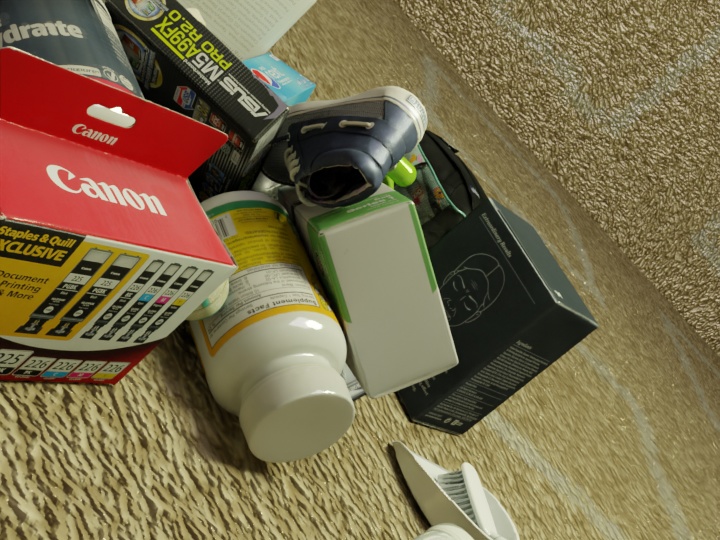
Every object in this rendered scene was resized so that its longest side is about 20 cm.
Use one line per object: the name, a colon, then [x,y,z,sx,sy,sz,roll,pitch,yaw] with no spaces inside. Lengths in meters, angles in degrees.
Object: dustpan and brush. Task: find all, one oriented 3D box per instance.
dustpan and brush: [0.112,0.237,0.941,0.139,0.057,0.201,34,24,-38]

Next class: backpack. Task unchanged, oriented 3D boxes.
backpack: [0.087,-0.083,1.350,0.175,0.152,0.202,29,37,-49]

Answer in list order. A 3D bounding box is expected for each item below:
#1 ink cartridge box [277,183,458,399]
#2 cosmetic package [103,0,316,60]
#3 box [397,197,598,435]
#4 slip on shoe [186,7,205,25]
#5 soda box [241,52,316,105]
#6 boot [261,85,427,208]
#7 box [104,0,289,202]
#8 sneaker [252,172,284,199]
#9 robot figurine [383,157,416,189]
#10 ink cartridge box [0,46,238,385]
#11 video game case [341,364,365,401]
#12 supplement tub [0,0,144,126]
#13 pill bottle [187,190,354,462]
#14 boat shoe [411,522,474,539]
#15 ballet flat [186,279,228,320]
ink cartridge box: [0.000,0.000,0.889,0.200,0.083,0.148,-132,-156,-70]
cosmetic package: [-0.176,-0.312,1.123,0.166,0.200,0.168,37,22,-32]
box: [0.122,0.052,1.101,0.107,0.200,0.149,24,31,-50]
slip on shoe: [-0.183,-0.189,0.977,0.061,0.075,0.200,68,-22,0]
soda box: [-0.104,-0.167,1.033,0.064,0.068,0.200,34,17,-1]
boot: [-0.039,-0.092,0.852,0.073,0.199,0.091,52,54,-21]
box: [-0.151,-0.135,0.877,0.160,0.044,0.200,43,-25,0]
sneaker: [-0.123,-0.113,1.084,0.090,0.076,0.200,35,13,-19]
robot figurine: [-0.021,-0.086,1.118,0.115,0.175,0.202,15,59,-24]
ink cartridge box: [-0.175,-0.018,0.609,0.084,0.175,0.199,57,21,23]
video game case: [-0.069,0.043,0.973,0.201,0.019,0.143,52,19,10]
supplement tub: [-0.233,-0.129,0.742,0.140,0.140,0.201,24,31,-51]
pill bottle: [-0.076,0.043,0.810,0.112,0.113,0.201,28,28,-47]
boat shoe: [0.105,0.292,0.815,0.203,0.074,0.065,52,25,19]
ballet flat: [-0.159,-0.041,0.790,0.200,0.067,0.063,44,-17,38]
